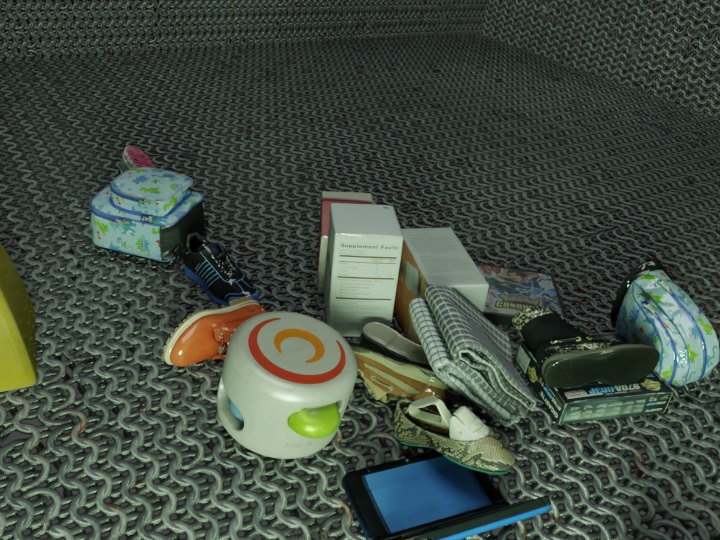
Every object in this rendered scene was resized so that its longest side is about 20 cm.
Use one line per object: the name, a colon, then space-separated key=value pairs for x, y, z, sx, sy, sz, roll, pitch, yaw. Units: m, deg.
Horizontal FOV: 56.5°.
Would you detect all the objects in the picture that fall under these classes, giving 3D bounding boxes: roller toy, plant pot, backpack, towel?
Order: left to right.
plant pot: x=-0.596 y=0.056 z=0.978 sx=0.197 sy=0.179 sz=0.200 roll=-9 pitch=34 yaw=-22
backpack: x=-0.427 y=-0.119 z=1.329 sx=0.197 sy=0.149 sz=0.184 roll=8 pitch=28 yaw=8
roller toy: x=-0.104 y=0.160 z=0.937 sx=0.180 sy=0.141 sz=0.201 roll=22 pitch=30 yaw=4
towel: x=0.171 y=0.125 z=1.007 sx=0.199 sy=0.086 sz=0.166 roll=39 pitch=15 yaw=-30
backpack: x=0.519 y=0.106 z=1.149 sx=0.152 sy=0.165 sz=0.200 roll=-19 pitch=45 yaw=-23

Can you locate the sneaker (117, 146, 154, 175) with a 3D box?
sneaker: x=-0.490 y=-0.181 z=1.501 sx=0.073 sy=0.088 sz=0.201 roll=-3 pitch=51 yaw=-49

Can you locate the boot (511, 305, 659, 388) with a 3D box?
boot: x=0.357 y=0.113 z=1.077 sx=0.200 sy=0.074 sz=0.154 roll=-3 pitch=30 yaw=-14

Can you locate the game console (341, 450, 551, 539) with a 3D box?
game console: x=0.098 y=0.269 z=0.819 sx=0.197 sy=0.171 sz=0.120 roll=-8 pitch=65 yaw=-22

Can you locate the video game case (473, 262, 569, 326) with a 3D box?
video game case: x=0.293 y=0.048 z=1.309 sx=0.197 sy=0.026 sz=0.182 roll=7 pitch=31 yaw=1

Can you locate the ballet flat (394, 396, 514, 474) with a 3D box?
ballet flat: x=0.114 y=0.210 z=0.893 sx=0.067 sy=0.077 sz=0.199 roll=-17 pitch=14 yaw=-38

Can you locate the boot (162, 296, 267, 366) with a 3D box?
boot: x=-0.213 y=0.111 z=1.067 sx=0.107 sy=0.076 sz=0.199 roll=33 pitch=39 yaw=30

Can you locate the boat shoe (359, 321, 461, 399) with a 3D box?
boat shoe: x=0.082 y=0.153 z=1.078 sx=0.199 sy=0.058 sz=0.067 roll=31 pitch=40 yaw=26

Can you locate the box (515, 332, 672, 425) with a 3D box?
box: x=0.378 y=0.172 z=1.099 sx=0.197 sy=0.047 sz=0.160 roll=-3 pitch=33 yaw=-15

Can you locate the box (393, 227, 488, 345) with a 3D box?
box: x=0.129 y=0.038 z=1.169 sx=0.105 sy=0.154 sz=0.201 roll=-2 pitch=31 yaw=-13

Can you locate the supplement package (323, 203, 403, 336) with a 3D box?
supplement package: x=0.000 y=0.000 z=1.160 sx=0.115 sy=0.203 sz=0.117 roll=2 pitch=30 yaw=-7

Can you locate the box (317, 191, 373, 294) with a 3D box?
box: x=-0.028 y=-0.056 z=1.318 sx=0.107 sy=0.130 sz=0.201 roll=3 pitch=30 yaw=-5

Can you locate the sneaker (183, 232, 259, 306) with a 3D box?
sneaker: x=-0.261 y=-0.001 z=1.232 sx=0.198 sy=0.079 sz=0.070 roll=27 pitch=36 yaw=31

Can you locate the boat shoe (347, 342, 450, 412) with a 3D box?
boat shoe: x=0.039 y=0.162 z=1.013 sx=0.198 sy=0.075 sz=0.075 roll=16 pitch=1 yaw=30
